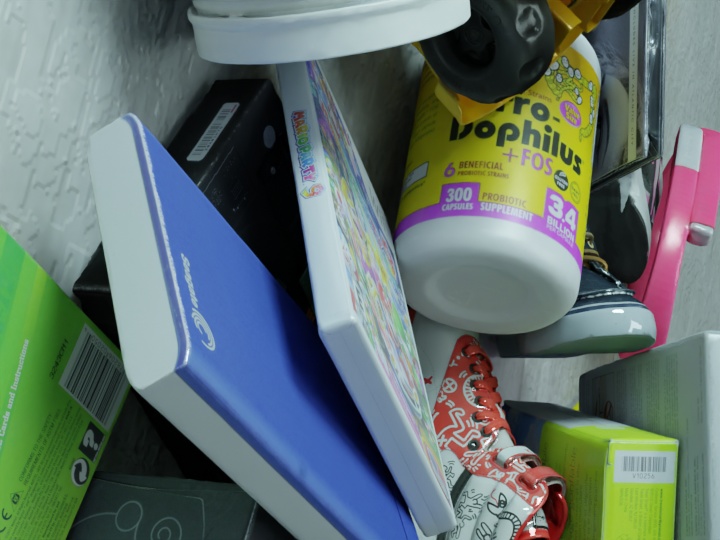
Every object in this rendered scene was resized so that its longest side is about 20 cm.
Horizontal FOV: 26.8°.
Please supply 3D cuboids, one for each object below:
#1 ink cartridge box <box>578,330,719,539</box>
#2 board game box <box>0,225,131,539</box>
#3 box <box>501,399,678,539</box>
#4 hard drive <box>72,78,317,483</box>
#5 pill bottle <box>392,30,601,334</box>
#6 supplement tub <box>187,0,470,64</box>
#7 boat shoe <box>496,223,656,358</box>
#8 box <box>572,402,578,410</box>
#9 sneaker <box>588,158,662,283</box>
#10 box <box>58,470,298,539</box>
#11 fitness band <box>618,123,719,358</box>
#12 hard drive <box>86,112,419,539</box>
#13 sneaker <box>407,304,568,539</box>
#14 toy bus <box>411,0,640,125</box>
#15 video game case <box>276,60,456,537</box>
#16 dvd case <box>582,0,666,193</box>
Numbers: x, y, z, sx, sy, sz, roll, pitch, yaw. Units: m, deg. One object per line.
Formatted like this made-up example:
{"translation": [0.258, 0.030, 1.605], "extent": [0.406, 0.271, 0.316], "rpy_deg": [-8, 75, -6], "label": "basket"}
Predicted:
{"translation": [0.176, 0.128, 0.855], "extent": [0.200, 0.047, 0.162], "rpy_deg": [136, -45, -75], "label": "ink cartridge box"}
{"translation": [-0.153, 0.023, 0.535], "extent": [0.201, 0.030, 0.096], "rpy_deg": [58, 44, -48], "label": "board game box"}
{"translation": [0.121, 0.146, 0.879], "extent": [0.200, 0.047, 0.124], "rpy_deg": [-173, -94, -77], "label": "box"}
{"translation": [-0.049, 0.031, 0.706], "extent": [0.140, 0.037, 0.201], "rpy_deg": [-62, 141, -37], "label": "hard drive"}
{"translation": [0.080, -0.074, 0.844], "extent": [0.104, 0.103, 0.202], "rpy_deg": [49, 43, -50], "label": "pill bottle"}
{"translation": [-0.024, -0.197, 0.623], "extent": [0.144, 0.143, 0.202], "rpy_deg": [-34, 121, -54], "label": "supplement tub"}
{"translation": [0.120, 0.005, 0.902], "extent": [0.200, 0.070, 0.092], "rpy_deg": [154, -65, -79], "label": "boat shoe"}
{"translation": [0.216, 0.165, 1.016], "extent": [0.176, 0.198, 0.098], "rpy_deg": [-32, 119, -54], "label": "box"}
{"translation": [0.176, -0.097, 1.062], "extent": [0.087, 0.079, 0.202], "rpy_deg": [-56, 150, -49], "label": "sneaker"}
{"translation": [-0.053, 0.181, 0.642], "extent": [0.200, 0.105, 0.123], "rpy_deg": [50, 48, -49], "label": "box"}
{"translation": [0.230, -0.021, 1.120], "extent": [0.145, 0.037, 0.201], "rpy_deg": [100, 8, -47], "label": "fitness band"}
{"translation": [-0.036, 0.045, 0.599], "extent": [0.200, 0.025, 0.133], "rpy_deg": [52, 14, -45], "label": "hard drive"}
{"translation": [0.069, 0.094, 0.845], "extent": [0.067, 0.107, 0.204], "rpy_deg": [38, 60, -54], "label": "sneaker"}
{"translation": [0.065, -0.204, 0.723], "extent": [0.192, 0.200, 0.135], "rpy_deg": [47, 53, 9], "label": "toy bus"}
{"translation": [0.000, 0.000, 0.684], "extent": [0.201, 0.018, 0.144], "rpy_deg": [-102, 170, -46], "label": "video game case"}
{"translation": [0.138, -0.122, 0.907], "extent": [0.200, 0.016, 0.151], "rpy_deg": [149, -56, -76], "label": "dvd case"}
